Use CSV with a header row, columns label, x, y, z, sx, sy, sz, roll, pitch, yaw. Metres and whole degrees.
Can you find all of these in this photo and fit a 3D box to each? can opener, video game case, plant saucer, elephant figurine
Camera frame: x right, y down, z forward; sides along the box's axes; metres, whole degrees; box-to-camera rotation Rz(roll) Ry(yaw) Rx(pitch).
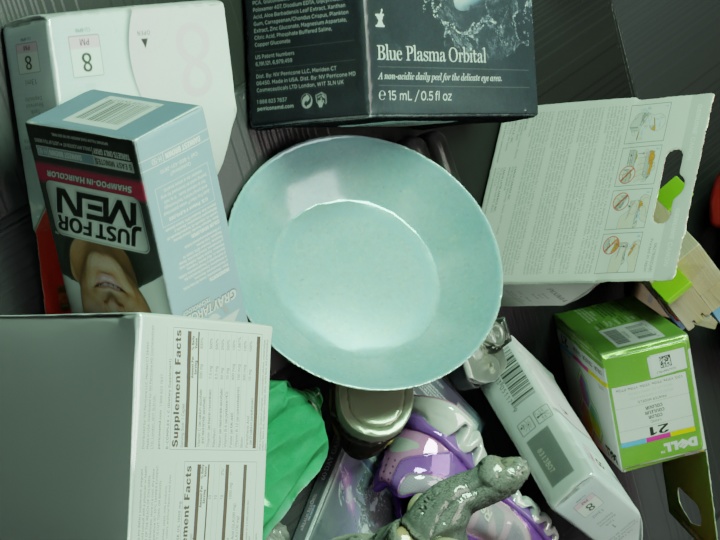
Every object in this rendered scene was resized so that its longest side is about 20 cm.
label,x,y,z,sx,sy,sz,roll,pitch,yaw
can opener,0.060,-0.004,1.607,0.053,0.067,0.200,-19,91,-49
video game case,0.022,0.163,1.573,0.143,0.019,0.200,47,56,-39
plant saucer,0.000,0.000,1.474,0.201,0.039,0.201,7,61,-12
elephant figurine,0.017,0.222,1.437,0.200,0.155,0.142,-9,77,-24

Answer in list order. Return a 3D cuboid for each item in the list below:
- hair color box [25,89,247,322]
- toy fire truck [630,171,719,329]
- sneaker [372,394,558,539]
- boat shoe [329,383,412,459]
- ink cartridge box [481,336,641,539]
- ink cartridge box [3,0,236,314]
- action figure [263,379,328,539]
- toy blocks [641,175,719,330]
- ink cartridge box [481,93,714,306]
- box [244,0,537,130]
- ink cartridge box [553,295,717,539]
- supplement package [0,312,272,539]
label,x,y,z,sx,sy,sz,roll,pitch,yaw
hair color box,-0.131,-0.004,1.276,0.061,0.099,0.200,-33,122,-40
toy fire truck,0.340,-0.010,1.909,0.200,0.129,0.176,2,87,-61
sneaker,0.074,0.184,1.569,0.200,0.080,0.088,51,59,-31
boat shoe,0.013,0.039,1.525,0.061,0.072,0.201,111,-9,-61
ink cartridge box,0.183,0.159,1.665,0.200,0.057,0.163,36,17,-43
ink cartridge box,-0.145,-0.070,1.351,0.163,0.057,0.200,-15,96,-51
action figure,-0.072,0.124,1.384,0.118,0.055,0.200,55,32,-2
toy blocks,0.255,-0.010,1.760,0.100,0.200,0.137,-40,132,4
ink cartridge box,0.185,-0.054,1.636,0.050,0.200,0.161,34,64,-46
box,0.022,-0.203,1.501,0.197,0.117,0.200,-6,93,-49
ink cartridge box,0.229,0.137,1.722,0.076,0.148,0.200,-13,103,-7
supplement package,-0.164,0.104,1.200,0.111,0.200,0.156,7,84,-51
